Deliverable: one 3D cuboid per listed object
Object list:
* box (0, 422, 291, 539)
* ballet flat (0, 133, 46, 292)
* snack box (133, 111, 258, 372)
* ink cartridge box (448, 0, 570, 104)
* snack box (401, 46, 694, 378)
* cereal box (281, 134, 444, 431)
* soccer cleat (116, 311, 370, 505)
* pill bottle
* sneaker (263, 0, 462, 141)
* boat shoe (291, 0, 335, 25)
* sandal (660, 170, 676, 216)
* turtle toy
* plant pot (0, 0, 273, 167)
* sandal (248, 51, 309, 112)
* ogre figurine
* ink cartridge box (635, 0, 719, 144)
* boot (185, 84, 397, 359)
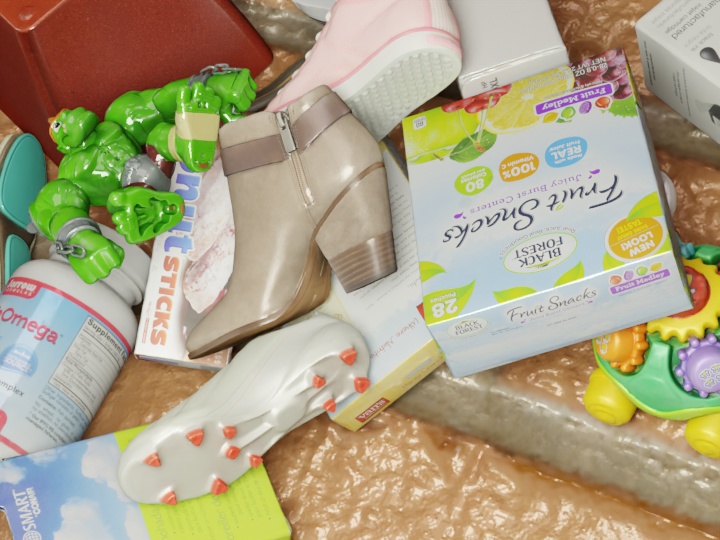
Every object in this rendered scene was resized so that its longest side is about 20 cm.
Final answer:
[{"bbox_3d":[-0.161,0.170,1.213,0.199,0.048,0.122,-13,53,-18],"label":"box"},{"bbox_3d":[-0.297,-0.026,1.416,0.062,0.067,0.200,-16,55,20],"label":"ballet flat"},{"bbox_3d":[-0.119,-0.026,1.324,0.072,0.024,0.201,9,77,-1],"label":"snack box"},{"bbox_3d":[0.104,-0.186,1.335,0.084,0.145,0.200,-18,56,6],"label":"ink cartridge box"},{"bbox_3d":[0.122,-0.042,1.184,0.168,0.068,0.200,-18,47,13],"label":"snack box"},{"bbox_3d":[0.000,0.000,1.296,0.144,0.040,0.200,-39,55,13],"label":"cereal box"},{"bbox_3d":[-0.084,0.096,1.215,0.200,0.069,0.078,-30,35,-16],"label":"soccer cleat"},{"bbox_3d":[-0.236,0.064,1.309,0.108,0.109,0.200,16,65,26],"label":"pill bottle"},{"bbox_3d":[-0.006,-0.154,1.279,0.200,0.075,0.105,-30,55,39],"label":"sneaker"},{"bbox_3d":[0.004,-0.213,1.434,0.072,0.068,0.200,-42,34,-8],"label":"boat shoe"},{"bbox_3d":[0.140,-0.033,1.277,0.206,0.059,0.079,-2,75,32],"label":"sandal"},{"bbox_3d":[0.242,0.042,1.171,0.200,0.101,0.146,17,66,27],"label":"turtle toy"},{"bbox_3d":[-0.225,-0.215,1.442,0.200,0.176,0.200,-41,56,-10],"label":"plant pot"},{"bbox_3d":[-0.078,-0.106,1.399,0.200,0.082,0.055,-36,77,-14],"label":"sandal"},{"bbox_3d":[-0.171,-0.074,1.275,0.120,0.098,0.201,6,70,42],"label":"ogre figurine"},{"bbox_3d":[0.323,-0.148,1.276,0.144,0.084,0.200,-40,56,-10],"label":"ink cartridge box"},{"bbox_3d":[-0.066,-0.037,1.248,0.200,0.070,0.147,-25,88,19],"label":"boot"}]
